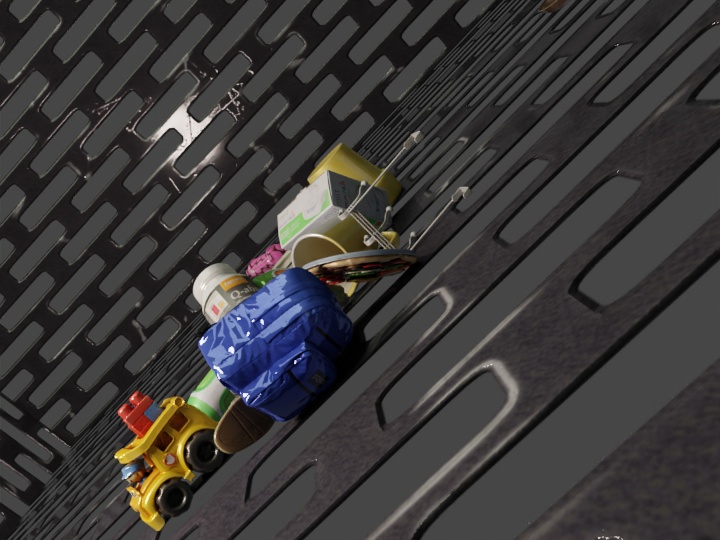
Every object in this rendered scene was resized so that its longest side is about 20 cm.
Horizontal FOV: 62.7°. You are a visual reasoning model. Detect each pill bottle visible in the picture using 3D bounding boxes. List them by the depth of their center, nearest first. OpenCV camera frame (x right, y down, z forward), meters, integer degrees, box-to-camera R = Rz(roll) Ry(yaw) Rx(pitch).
[{"bbox_3d":[-0.231,0.079,1.134,0.117,0.116,0.200,-47,58,-4],"label":"pill bottle"}]

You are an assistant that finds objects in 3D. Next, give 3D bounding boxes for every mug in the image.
[{"bbox_3d":[-0.022,-0.035,1.188,0.153,0.185,0.150,-48,-21,-47],"label":"mug"}]

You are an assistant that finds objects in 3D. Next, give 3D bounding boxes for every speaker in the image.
[{"bbox_3d":[-0.281,0.226,1.266,0.088,0.088,0.201,-26,25,55],"label":"speaker"}]

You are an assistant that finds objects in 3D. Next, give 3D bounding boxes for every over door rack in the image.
[{"bbox_3d":[0.076,-0.121,1.042,0.200,0.148,0.067,-46,19,6],"label":"over door rack"}]

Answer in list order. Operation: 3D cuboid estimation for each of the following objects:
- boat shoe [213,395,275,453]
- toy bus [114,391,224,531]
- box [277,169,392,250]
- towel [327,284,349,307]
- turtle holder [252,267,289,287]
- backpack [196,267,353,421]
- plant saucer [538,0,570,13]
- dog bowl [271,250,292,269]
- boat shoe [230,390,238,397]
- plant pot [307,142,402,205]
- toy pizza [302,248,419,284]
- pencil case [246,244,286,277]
[{"bbox_3d":[-0.169,0.226,0.984,0.200,0.073,0.063,-44,3,-40],"label":"boat shoe"},{"bbox_3d":[-0.353,0.312,1.025,0.135,0.192,0.201,-21,30,57],"label":"toy bus"},{"bbox_3d":[-0.060,-0.118,1.333,0.199,0.175,0.098,-33,57,40],"label":"box"},{"bbox_3d":[-0.106,0.080,1.047,0.149,0.036,0.200,-50,-26,11],"label":"towel"},{"bbox_3d":[-0.166,0.080,1.273,0.131,0.187,0.141,-27,39,-28],"label":"turtle holder"},{"bbox_3d":[-0.106,0.113,0.895,0.200,0.168,0.163,-42,-30,-3],"label":"backpack"},{"bbox_3d":[0.571,-0.767,1.596,0.200,0.032,0.200,-43,13,13],"label":"plant saucer"},{"bbox_3d":[-0.175,-0.014,1.637,0.200,0.074,0.200,-43,15,15],"label":"dog bowl"},{"bbox_3d":[-0.207,0.204,1.078,0.056,0.069,0.200,-40,-10,-14],"label":"boat shoe"},{"bbox_3d":[-0.027,-0.210,1.503,0.201,0.189,0.201,-43,15,15],"label":"plant pot"},{"bbox_3d":[0.000,0.000,0.964,0.198,0.032,0.200,-7,-8,-1],"label":"toy pizza"},{"bbox_3d":[-0.340,-0.029,2.144,0.093,0.092,0.200,-13,-10,-35],"label":"pencil case"}]
